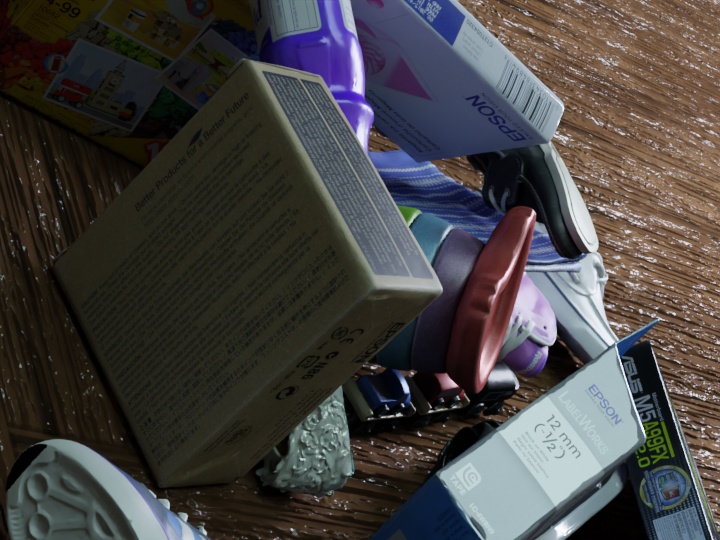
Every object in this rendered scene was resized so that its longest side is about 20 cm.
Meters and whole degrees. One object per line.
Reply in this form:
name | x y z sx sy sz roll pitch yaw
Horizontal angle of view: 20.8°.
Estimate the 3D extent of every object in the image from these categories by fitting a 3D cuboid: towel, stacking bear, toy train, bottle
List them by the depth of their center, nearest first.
bottle | -0.033 -0.136 1.214 0.084 0.065 0.202 92 -12 -73
stacking bear | 0.000 0.000 1.295 0.199 0.114 0.122 18 43 11
toy train | 0.050 0.085 1.359 0.199 0.046 0.034 -2 55 -53
towel | 0.056 -0.048 1.456 0.144 0.024 0.200 0 24 -46

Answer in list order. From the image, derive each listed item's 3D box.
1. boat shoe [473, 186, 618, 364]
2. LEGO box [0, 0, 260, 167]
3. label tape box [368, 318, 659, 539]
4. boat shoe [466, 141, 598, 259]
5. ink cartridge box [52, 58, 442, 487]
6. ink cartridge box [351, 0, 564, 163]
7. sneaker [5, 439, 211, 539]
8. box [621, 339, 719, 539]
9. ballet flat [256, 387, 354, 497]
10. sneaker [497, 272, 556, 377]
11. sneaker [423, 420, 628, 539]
boat shoe | 0.164 0.004 1.565 0.200 0.065 0.074 53 -2 8
LEGO box | -0.136 -0.156 1.303 0.199 0.149 0.078 27 35 -31
label tape box | 0.106 0.126 1.210 0.199 0.143 0.066 -30 77 -32
boat shoe | 0.126 -0.057 1.446 0.072 0.067 0.200 57 6 -29
ink cartridge box | -0.070 0.004 1.144 0.075 0.200 0.165 3 51 -51
ink cartridge box | 0.015 -0.150 1.432 0.196 0.199 0.044 38 62 -31
sneaker | -0.091 0.168 1.056 0.200 0.081 0.146 49 19 13
box | 0.230 0.175 1.415 0.161 0.044 0.201 61 13 -44
ballet flat | -0.047 0.042 1.211 0.072 0.071 0.202 0 79 -52
sneaker | 0.093 0.038 1.450 0.114 0.073 0.200 50 29 0
sneaker | 0.116 0.138 1.354 0.100 0.071 0.200 55 34 5
